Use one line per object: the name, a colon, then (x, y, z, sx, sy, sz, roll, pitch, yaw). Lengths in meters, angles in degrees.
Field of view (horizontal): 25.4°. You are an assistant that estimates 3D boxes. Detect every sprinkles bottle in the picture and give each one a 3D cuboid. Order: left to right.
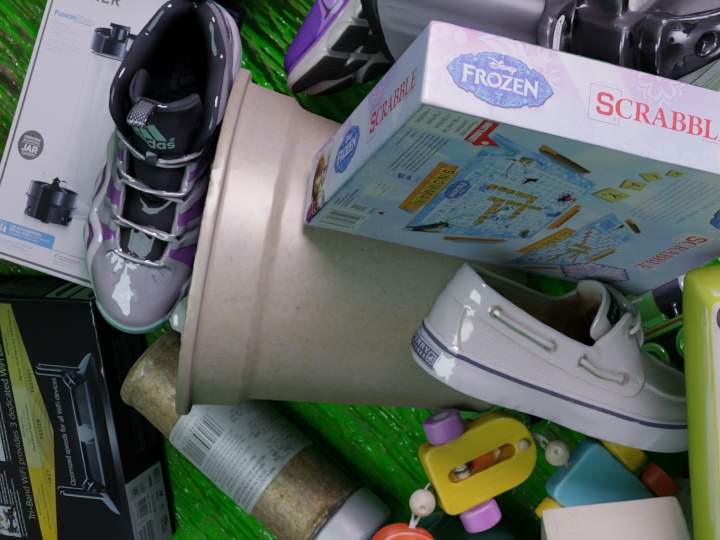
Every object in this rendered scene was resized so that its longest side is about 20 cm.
sprinkles bottle: (-0.072, 0.125, 1.087, 0.200, 0.068, 0.069, 41, 122, 11)

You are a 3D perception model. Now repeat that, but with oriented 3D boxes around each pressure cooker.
pressure cooker: (0.117, -0.155, 0.800, 0.198, 0.178, 0.178, 20, 85, 32)

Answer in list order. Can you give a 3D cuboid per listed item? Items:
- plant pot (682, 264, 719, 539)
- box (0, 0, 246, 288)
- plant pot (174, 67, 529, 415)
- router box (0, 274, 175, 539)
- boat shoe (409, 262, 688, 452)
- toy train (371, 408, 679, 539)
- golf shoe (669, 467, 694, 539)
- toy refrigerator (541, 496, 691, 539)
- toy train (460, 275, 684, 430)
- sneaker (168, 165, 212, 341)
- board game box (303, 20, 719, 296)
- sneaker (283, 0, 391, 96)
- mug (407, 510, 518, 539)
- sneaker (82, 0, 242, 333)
plant pot: (0.258, 0.085, 0.777, 0.198, 0.181, 0.202, -4, 84, 23)
box: (-0.159, -0.091, 1.017, 0.115, 0.060, 0.202, 17, 90, 24)
plant pot: (0.000, 0.000, 0.928, 0.181, 0.201, 0.203, 10, 115, -3)
router box: (-0.227, 0.106, 1.178, 0.156, 0.052, 0.203, 3, 109, 29)
boat shoe: (0.121, 0.042, 0.853, 0.070, 0.198, 0.071, -62, 29, 17)
toy train: (0.084, 0.153, 0.922, 0.197, 0.056, 0.152, 3, 96, -10)
golf shoe: (0.215, 0.151, 0.932, 0.199, 0.075, 0.092, -33, 86, 33)
toy refrigerator: (0.140, 0.219, 0.874, 0.075, 0.070, 0.202, -6, 126, 0)
toy train: (0.133, 0.056, 0.964, 0.199, 0.042, 0.057, -29, 81, 34)
sneaker: (-0.092, -0.009, 1.050, 0.092, 0.076, 0.201, -41, 87, 29)
board game box: (0.092, -0.045, 0.772, 0.200, 0.197, 0.042, 143, 137, -68)
sneaker: (0.011, -0.192, 0.937, 0.083, 0.080, 0.201, 46, 117, 27)
mug: (0.047, 0.222, 0.989, 0.151, 0.185, 0.115, -30, 88, -9)
sneaker: (-0.118, -0.064, 0.897, 0.077, 0.140, 0.203, 10, 89, -2)
